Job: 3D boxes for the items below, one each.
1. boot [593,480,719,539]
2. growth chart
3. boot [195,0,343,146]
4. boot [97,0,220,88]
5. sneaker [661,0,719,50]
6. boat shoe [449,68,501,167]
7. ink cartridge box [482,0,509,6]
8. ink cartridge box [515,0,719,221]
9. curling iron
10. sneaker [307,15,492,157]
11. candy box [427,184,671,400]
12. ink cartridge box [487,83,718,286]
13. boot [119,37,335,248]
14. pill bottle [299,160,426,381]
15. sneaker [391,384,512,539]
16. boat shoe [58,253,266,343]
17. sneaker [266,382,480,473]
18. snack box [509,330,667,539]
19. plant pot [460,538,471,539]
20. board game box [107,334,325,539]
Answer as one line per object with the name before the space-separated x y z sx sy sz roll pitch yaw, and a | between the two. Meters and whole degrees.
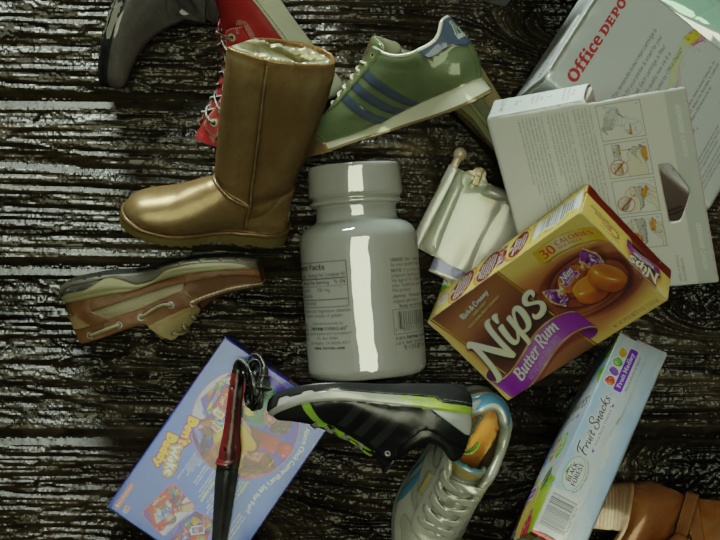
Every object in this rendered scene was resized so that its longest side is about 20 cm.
boot | 0.285 0.310 1.091 0.154 0.077 0.201 6 77 3
growth chart | 0.143 -0.010 1.109 0.200 0.018 0.145 32 94 -2
boot | -0.125 -0.200 1.046 0.144 0.072 0.200 -40 122 0
boot | -0.168 -0.253 1.079 0.131 0.070 0.201 22 94 -8
sneaker | 0.365 -0.264 1.094 0.200 0.074 0.119 30 86 -3
boat shoe | 0.139 -0.147 1.087 0.063 0.073 0.201 -43 84 3
ink cartridge box | 0.060 -0.320 1.060 0.199 0.116 0.067 13 90 -3
ink cartridge box | 0.268 -0.165 1.059 0.200 0.083 0.146 37 73 -8
curling iron | -0.120 0.176 1.044 0.025 0.050 0.201 8 98 -34
sneaker | 0.022 -0.177 1.053 0.199 0.067 0.090 -16 100 27
candy box | 0.172 0.024 1.031 0.117 0.057 0.200 44 125 -11
ink cartridge box | 0.223 -0.072 1.009 0.173 0.044 0.201 -7 120 22
boot | -0.127 -0.119 1.024 0.174 0.066 0.201 0 129 -20
pill bottle | 0.000 0.000 1.059 0.114 0.114 0.201 -4 90 -2
sneaker | 0.086 0.209 1.079 0.076 0.081 0.201 22 90 -4
boat shoe | -0.189 0.029 1.077 0.199 0.076 0.074 -9 96 6
sneaker | 0.011 0.146 1.025 0.199 0.072 0.083 0 82 5
snack box | 0.208 0.169 1.028 0.053 0.142 0.201 27 74 6
plant pot | 0.108 0.363 1.040 0.186 0.187 0.201 19 81 -2
board game box | -0.134 0.183 1.088 0.134 0.045 0.200 35 89 -2
